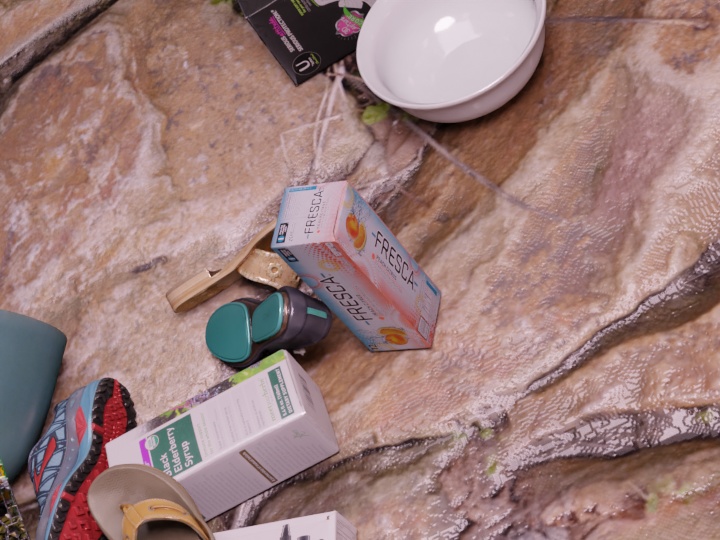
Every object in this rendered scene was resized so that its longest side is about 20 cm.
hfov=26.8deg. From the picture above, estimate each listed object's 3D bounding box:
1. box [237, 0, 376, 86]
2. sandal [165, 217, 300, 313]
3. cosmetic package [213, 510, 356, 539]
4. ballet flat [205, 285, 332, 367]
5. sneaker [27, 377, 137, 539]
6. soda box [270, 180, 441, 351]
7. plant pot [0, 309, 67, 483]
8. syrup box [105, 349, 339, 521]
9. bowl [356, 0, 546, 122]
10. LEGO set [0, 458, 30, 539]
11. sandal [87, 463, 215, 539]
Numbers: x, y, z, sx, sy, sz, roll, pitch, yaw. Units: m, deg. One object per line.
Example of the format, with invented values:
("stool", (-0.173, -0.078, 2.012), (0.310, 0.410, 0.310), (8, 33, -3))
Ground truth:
("box", (-0.034, -0.330, 1.645), (0.200, 0.124, 0.149), (-31, 49, 6))
("sandal", (-0.093, 0.002, 1.509), (0.212, 0.078, 0.070), (-32, 81, 16))
("cosmetic package", (-0.103, 0.272, 1.330), (0.200, 0.051, 0.083), (-14, 53, 21))
("ballet flat", (-0.084, 0.056, 1.440), (0.200, 0.073, 0.073), (-20, 42, 62))
("sneaker", (-0.281, 0.203, 1.471), (0.095, 0.079, 0.200), (-16, 44, 31))
("soda box", (0.000, 0.000, 1.354), (0.068, 0.200, 0.064), (-5, 57, 28))
("plant pot", (-0.403, 0.132, 1.502), (0.200, 0.201, 0.161), (-4, 71, 27))
("syrup box", (-0.129, 0.164, 1.396), (0.200, 0.081, 0.079), (-28, 49, 9))
("bowl", (0.104, -0.219, 1.516), (0.201, 0.090, 0.201), (-14, 53, 20))
("LEGO set", (-0.358, 0.274, 1.387), (0.116, 0.154, 0.200), (-20, 71, -17))
("sandal", (-0.169, 0.237, 1.305), (0.080, 0.054, 0.200), (-45, 60, 0))
